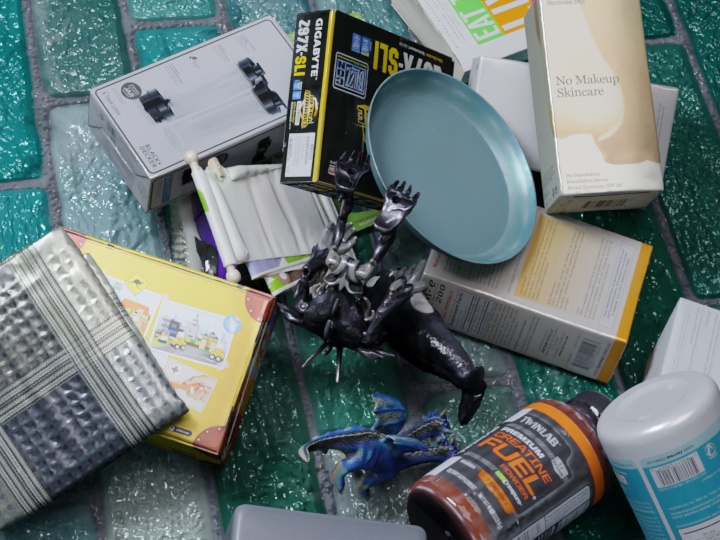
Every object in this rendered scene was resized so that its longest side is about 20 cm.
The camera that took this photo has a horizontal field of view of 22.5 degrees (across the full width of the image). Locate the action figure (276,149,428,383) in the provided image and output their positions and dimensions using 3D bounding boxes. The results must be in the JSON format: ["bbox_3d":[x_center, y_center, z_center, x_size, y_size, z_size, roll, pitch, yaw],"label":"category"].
[{"bbox_3d":[0.000,0.000,1.589,0.119,0.200,0.102,28,38,16],"label":"action figure"}]

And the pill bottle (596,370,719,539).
[{"bbox_3d":[0.288,0.195,1.547,0.111,0.111,0.200,-34,107,-28],"label":"pill bottle"}]

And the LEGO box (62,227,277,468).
[{"bbox_3d":[-0.190,0.068,1.584,0.200,0.077,0.149,18,75,3],"label":"LEGO box"}]

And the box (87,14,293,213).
[{"bbox_3d":[-0.139,-0.148,1.689,0.200,0.060,0.117,-27,67,-24],"label":"box"}]

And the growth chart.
[{"bbox_3d":[-0.073,-0.039,1.658,0.200,0.018,0.145,0,69,-53],"label":"growth chart"}]

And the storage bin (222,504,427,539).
[{"bbox_3d":[-0.036,0.270,1.466,0.200,0.134,0.146,7,55,-4],"label":"storage bin"}]

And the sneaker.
[{"bbox_3d":[-0.127,-0.051,1.715,0.099,0.070,0.200,2,62,-14],"label":"sneaker"}]

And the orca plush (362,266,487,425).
[{"bbox_3d":[0.039,0.070,1.635,0.071,0.105,0.200,-25,51,-13],"label":"orca plush"}]

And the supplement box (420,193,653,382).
[{"bbox_3d":[0.162,0.010,1.714,0.200,0.074,0.126,20,53,4],"label":"supplement box"}]

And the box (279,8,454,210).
[{"bbox_3d":[0.010,-0.142,1.691,0.049,0.200,0.160,-1,81,37],"label":"box"}]

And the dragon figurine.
[{"bbox_3d":[0.017,0.145,1.559,0.099,0.200,0.059,-35,59,13],"label":"dragon figurine"}]

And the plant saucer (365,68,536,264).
[{"bbox_3d":[0.079,-0.092,1.665,0.200,0.027,0.200,22,52,-31],"label":"plant saucer"}]

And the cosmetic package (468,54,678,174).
[{"bbox_3d":[0.204,-0.146,1.798,0.200,0.085,0.108,10,95,-3],"label":"cosmetic package"}]

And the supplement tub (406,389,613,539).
[{"bbox_3d":[0.144,0.181,1.575,0.200,0.107,0.107,-31,66,-27],"label":"supplement tub"}]

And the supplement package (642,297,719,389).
[{"bbox_3d":[0.360,0.126,1.646,0.200,0.114,0.110,19,53,4],"label":"supplement package"}]

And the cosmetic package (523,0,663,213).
[{"bbox_3d":[0.219,-0.160,1.712,0.105,0.071,0.200,-5,78,-8],"label":"cosmetic package"}]

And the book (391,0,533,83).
[{"bbox_3d":[0.153,-0.282,1.937,0.200,0.048,0.134,-24,67,-26],"label":"book"}]

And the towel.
[{"bbox_3d":[-0.275,0.089,1.525,0.192,0.035,0.200,-34,81,-6],"label":"towel"}]

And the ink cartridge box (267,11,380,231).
[{"bbox_3d":[-0.019,-0.143,1.787,0.148,0.076,0.200,-22,61,-23],"label":"ink cartridge box"}]
